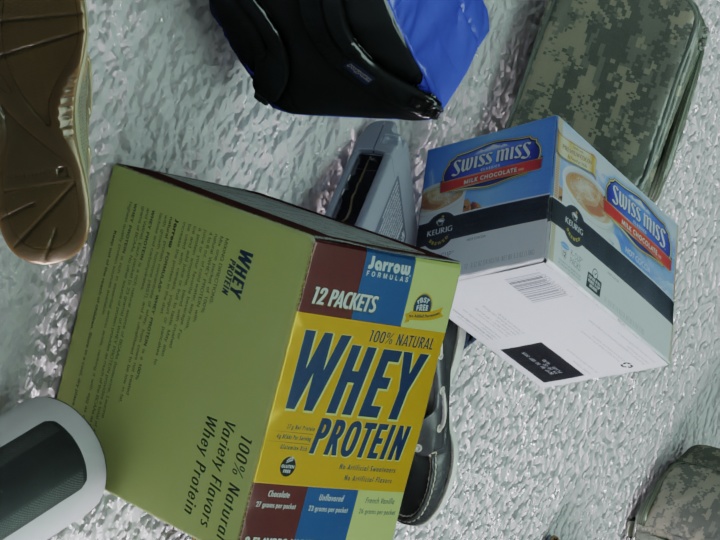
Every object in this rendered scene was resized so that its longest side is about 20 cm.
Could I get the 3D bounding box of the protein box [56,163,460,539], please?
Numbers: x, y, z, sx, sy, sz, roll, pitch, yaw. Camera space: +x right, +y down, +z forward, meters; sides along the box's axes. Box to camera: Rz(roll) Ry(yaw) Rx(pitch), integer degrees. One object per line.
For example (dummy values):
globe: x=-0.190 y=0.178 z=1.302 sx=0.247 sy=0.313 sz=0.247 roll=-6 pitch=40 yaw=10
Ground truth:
protein box: x=-0.070 y=0.058 z=1.382 sx=0.134 sy=0.199 sz=0.200 roll=9 pitch=97 yaw=-45

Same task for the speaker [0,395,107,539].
speaker: x=-0.239 y=0.147 z=1.280 sx=0.200 sy=0.081 sz=0.082 roll=-31 pitch=132 yaw=-52

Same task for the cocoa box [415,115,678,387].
cocoa box: x=0.152 y=-0.012 z=1.761 sx=0.200 sy=0.133 sz=0.132 roll=36 pitch=52 yaw=-43

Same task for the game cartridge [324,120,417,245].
game cartridge: x=0.000 y=0.000 z=1.646 sx=0.201 sy=0.040 sz=0.134 roll=-67 pitch=153 yaw=-45

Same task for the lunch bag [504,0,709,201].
lunch bag: x=0.218 y=-0.155 z=1.900 sx=0.168 sy=0.138 sz=0.202 roll=23 pitch=85 yaw=-79

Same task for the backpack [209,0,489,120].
backpack: x=-0.021 y=-0.216 z=1.402 sx=0.201 sy=0.161 sz=0.169 roll=58 pitch=44 yaw=-41

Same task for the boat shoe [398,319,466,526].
boat shoe: x=0.045 y=0.114 z=1.803 sx=0.060 sy=0.073 sz=0.202 roll=-5 pitch=107 yaw=-61

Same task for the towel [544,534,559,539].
towel: x=0.172 y=0.388 z=2.263 sx=0.201 sy=0.022 sz=0.147 roll=-63 pitch=152 yaw=-23

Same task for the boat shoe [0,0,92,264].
boat shoe: x=-0.187 y=-0.108 z=1.256 sx=0.065 sy=0.071 sz=0.202 roll=-107 pitch=-168 yaw=-73

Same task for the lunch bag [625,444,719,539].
lunch bag: x=0.419 y=0.299 z=2.479 sx=0.167 sy=0.199 sz=0.141 roll=-29 pitch=130 yaw=-55

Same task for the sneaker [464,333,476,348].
sneaker: x=0.133 y=0.014 z=1.897 sx=0.200 sy=0.084 sz=0.075 roll=-45 pitch=143 yaw=-42

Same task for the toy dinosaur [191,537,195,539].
toy dinosaur: x=-0.097 y=0.193 z=1.573 sx=0.201 sy=0.105 sz=0.061 roll=92 pitch=-13 yaw=-48
